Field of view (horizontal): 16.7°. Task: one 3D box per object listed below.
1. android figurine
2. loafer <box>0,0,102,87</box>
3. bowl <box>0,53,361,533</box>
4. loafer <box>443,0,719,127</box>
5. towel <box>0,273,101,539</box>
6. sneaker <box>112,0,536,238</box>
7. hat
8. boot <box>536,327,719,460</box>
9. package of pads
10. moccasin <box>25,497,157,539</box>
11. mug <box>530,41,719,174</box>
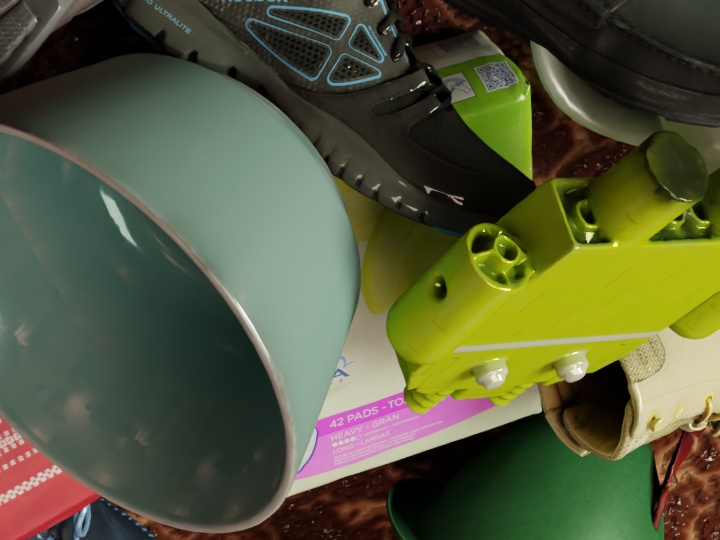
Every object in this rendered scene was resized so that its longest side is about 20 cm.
[{"bbox_3d":[0.091,0.007,0.996,0.181,0.041,0.200,-2,153,-39],"label":"android figurine"},{"bbox_3d":[-0.106,-0.144,0.964,0.200,0.063,0.072,-43,94,1],"label":"loafer"},{"bbox_3d":[-0.078,-0.005,0.969,0.105,0.200,0.202,-45,142,-35],"label":"bowl"},{"bbox_3d":[0.098,-0.118,0.984,0.068,0.200,0.071,-33,139,-34],"label":"loafer"},{"bbox_3d":[-0.206,0.046,1.034,0.144,0.022,0.201,-30,109,-4],"label":"towel"},{"bbox_3d":[-0.003,-0.085,0.989,0.200,0.073,0.082,35,96,0],"label":"sneaker"},{"bbox_3d":[0.123,0.074,1.190,0.165,0.200,0.177,27,104,-3],"label":"hat"},{"bbox_3d":[0.164,0.067,1.140,0.155,0.201,0.073,-25,180,-44],"label":"boot"},{"bbox_3d":[0.000,0.000,1.113,0.154,0.068,0.201,-17,130,-14],"label":"package of pads"},{"bbox_3d":[-0.158,0.099,1.108,0.200,0.081,0.068,29,111,-39],"label":"moccasin"},{"bbox_3d":[0.173,-0.103,1.076,0.199,0.148,0.176,6,131,10],"label":"mug"}]
